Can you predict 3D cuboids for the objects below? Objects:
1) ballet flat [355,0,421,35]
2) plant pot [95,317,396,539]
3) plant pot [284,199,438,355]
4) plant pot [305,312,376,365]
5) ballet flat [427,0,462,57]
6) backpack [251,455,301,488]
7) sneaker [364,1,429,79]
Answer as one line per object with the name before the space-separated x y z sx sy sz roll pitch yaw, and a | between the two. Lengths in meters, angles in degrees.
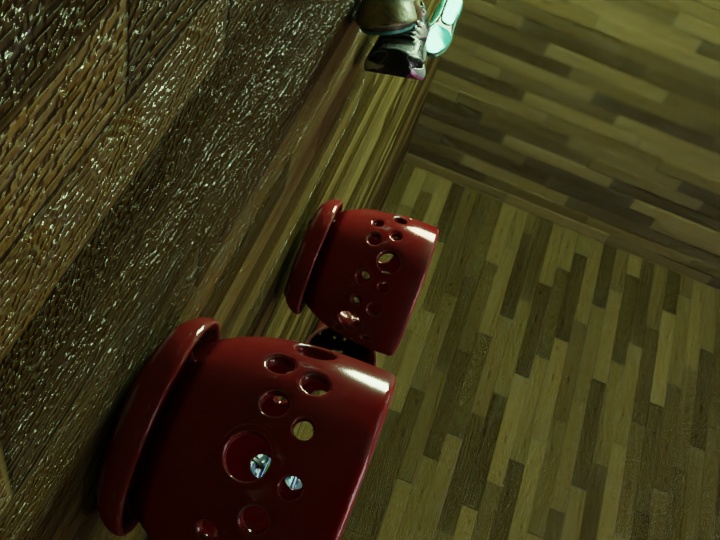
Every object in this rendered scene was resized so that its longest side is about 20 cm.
ballet flat | 0.033 -0.301 1.015 0.200 0.071 0.071 -61 173 -70
plant pot | -0.087 0.141 0.694 0.200 0.182 0.201 23 90 -89
plant pot | 0.000 0.000 1.328 0.200 0.182 0.201 23 90 -88
plant pot | -0.057 0.205 2.472 0.195 0.200 0.201 -90 -159 -73
ballet flat | 0.192 -0.582 2.202 0.200 0.067 0.070 -65 -169 -23
backpack | -0.155 0.293 1.101 0.200 0.147 0.183 -58 168 -63
sneaker | 0.052 -0.309 1.189 0.200 0.080 0.087 -82 179 -65
